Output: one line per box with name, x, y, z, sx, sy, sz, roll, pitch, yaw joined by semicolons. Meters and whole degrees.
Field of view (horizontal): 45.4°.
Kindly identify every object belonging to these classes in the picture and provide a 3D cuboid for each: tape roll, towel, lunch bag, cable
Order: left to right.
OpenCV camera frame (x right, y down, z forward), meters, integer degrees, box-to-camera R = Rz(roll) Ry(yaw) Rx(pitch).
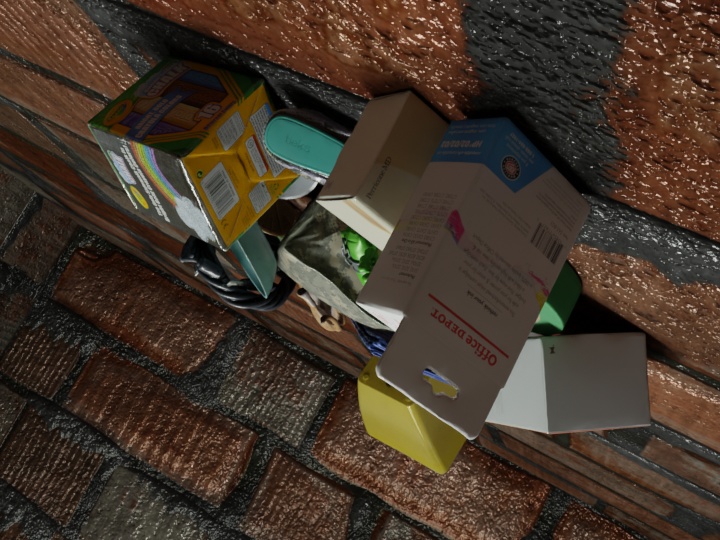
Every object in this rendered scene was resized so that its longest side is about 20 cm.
cable;-0.158;-0.024;1.208;0.161;0.051;0.201;29;-151;-4
lunch bag;0.000;0.000;1.057;0.199;0.118;0.164;39;170;-6
towel;0.058;0.099;1.196;0.142;0.024;0.200;24;-172;-15
tape roll;0.132;-0.003;0.905;0.198;0.049;0.201;29;170;6

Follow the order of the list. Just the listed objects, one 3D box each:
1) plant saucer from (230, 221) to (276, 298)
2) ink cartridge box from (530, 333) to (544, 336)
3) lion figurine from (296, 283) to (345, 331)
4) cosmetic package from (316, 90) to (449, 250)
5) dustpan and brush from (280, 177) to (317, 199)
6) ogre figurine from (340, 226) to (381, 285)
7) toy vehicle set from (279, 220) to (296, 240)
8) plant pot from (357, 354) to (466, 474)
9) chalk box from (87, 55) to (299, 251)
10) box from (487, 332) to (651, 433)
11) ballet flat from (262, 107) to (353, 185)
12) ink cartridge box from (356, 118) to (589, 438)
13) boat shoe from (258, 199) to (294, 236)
plant saucer;-0.156;-0.061;1.063;0.202;0.036;0.201;55;169;16
ink cartridge box;0.200;0.112;1.175;0.197;0.069;0.115;26;169;20
lion figurine;-0.059;0.036;1.303;0.123;0.071;0.202;66;-173;-47
cosmetic package;0.072;-0.047;0.726;0.198;0.107;0.071;34;166;-27
dustpan and brush;-0.129;-0.119;1.032;0.138;0.058;0.200;32;171;-9
ogre figurine;0.069;0.034;0.879;0.196;0.099;0.121;10;145;17
toy vehicle set;-0.171;-0.091;1.356;0.197;0.027;0.124;31;169;0
plant pot;0.107;0.220;1.618;0.198;0.201;0.177;21;154;37
chalk box;-0.183;-0.130;0.891;0.198;0.124;0.126;23;149;36
box;0.220;0.123;0.975;0.121;0.100;0.200;-2;175;-13
ballet flat;0.003;-0.098;0.816;0.198;0.073;0.072;29;169;8
ink cartridge box;0.077;0.005;0.640;0.115;0.203;0.067;36;167;-31
boat shoe;-0.184;-0.111;1.201;0.198;0.073;0.072;28;173;-32
